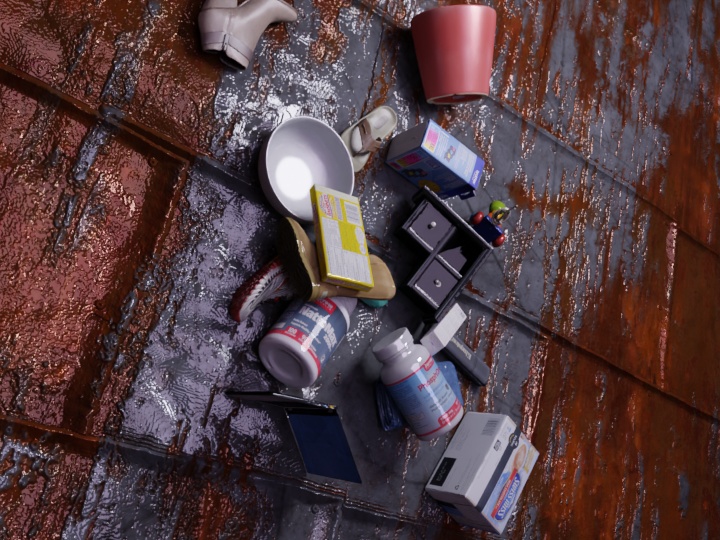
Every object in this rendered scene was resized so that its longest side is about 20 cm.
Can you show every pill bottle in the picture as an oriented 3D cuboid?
[{"bbox_3d":[0.107,0.218,1.364,0.108,0.108,0.202,-37,98,-33],"label":"pill bottle"},{"bbox_3d":[-0.088,0.103,1.290,0.120,0.119,0.201,51,46,-17],"label":"pill bottle"}]

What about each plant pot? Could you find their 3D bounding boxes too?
[{"bbox_3d":[0.211,-0.471,1.566,0.197,0.199,0.182,-8,95,-35],"label":"plant pot"}]

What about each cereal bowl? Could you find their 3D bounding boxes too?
[{"bbox_3d":[-0.112,-0.185,1.348,0.197,0.083,0.205,6,80,-34],"label":"cereal bowl"}]

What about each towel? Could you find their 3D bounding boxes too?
[{"bbox_3d":[0.120,0.255,1.458,0.197,0.048,0.114,-6,82,-34],"label":"towel"}]

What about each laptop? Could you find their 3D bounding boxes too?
[{"bbox_3d":[-0.117,0.282,1.205,0.197,0.186,0.118,19,71,-31],"label":"laptop"}]

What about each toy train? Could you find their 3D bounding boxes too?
[{"bbox_3d":[0.292,-0.114,1.542,0.085,0.200,0.116,42,45,-7],"label":"toy train"}]

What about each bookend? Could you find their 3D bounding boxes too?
[{"bbox_3d":[0.137,-0.031,1.471,0.200,0.092,0.199,42,77,-4],"label":"bookend"}]

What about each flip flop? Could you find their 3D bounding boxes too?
[{"bbox_3d":[0.020,-0.281,1.470,0.200,0.057,0.082,-47,108,-31],"label":"flip flop"}]

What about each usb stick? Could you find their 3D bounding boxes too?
[{"bbox_3d":[0.215,0.180,1.545,0.200,0.032,0.056,44,55,-20],"label":"usb stick"}]

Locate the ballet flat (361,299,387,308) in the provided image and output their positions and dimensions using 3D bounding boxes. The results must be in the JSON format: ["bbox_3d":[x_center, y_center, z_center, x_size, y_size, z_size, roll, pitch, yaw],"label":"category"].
[{"bbox_3d":[0.000,0.000,1.403,0.200,0.070,0.068,48,59,-19],"label":"ballet flat"}]

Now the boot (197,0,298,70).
[{"bbox_3d":[-0.215,-0.455,1.338,0.197,0.070,0.150,10,83,-32],"label":"boot"}]

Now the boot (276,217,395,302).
[{"bbox_3d":[-0.047,-0.016,1.295,0.197,0.066,0.178,-2,61,-42],"label":"boot"}]

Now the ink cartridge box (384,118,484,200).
[{"bbox_3d":[0.171,-0.225,1.518,0.198,0.136,0.078,30,69,-27],"label":"ink cartridge box"}]

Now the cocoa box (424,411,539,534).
[{"bbox_3d":[0.256,0.419,1.474,0.132,0.132,0.201,47,60,-20],"label":"cocoa box"}]

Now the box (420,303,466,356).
[{"bbox_3d":[0.174,0.119,1.459,0.042,0.039,0.200,52,25,1],"label":"box"}]

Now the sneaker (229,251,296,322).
[{"bbox_3d":[-0.155,0.030,1.287,0.200,0.077,0.083,-43,108,-31],"label":"sneaker"}]

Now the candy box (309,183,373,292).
[{"bbox_3d":[-0.035,-0.060,1.270,0.101,0.026,0.203,13,51,-31],"label":"candy box"}]
